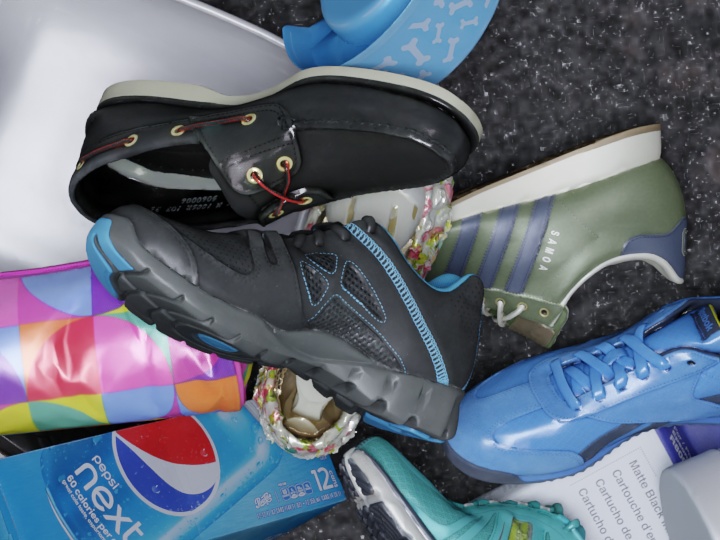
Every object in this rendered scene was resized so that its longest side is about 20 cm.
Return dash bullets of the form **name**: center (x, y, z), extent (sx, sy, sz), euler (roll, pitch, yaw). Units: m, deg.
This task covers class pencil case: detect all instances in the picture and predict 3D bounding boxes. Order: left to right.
- **pencil case**: center (-0.150, 0.035, 1.145), extent (0.199, 0.088, 0.089), euler (-5, 99, -1)

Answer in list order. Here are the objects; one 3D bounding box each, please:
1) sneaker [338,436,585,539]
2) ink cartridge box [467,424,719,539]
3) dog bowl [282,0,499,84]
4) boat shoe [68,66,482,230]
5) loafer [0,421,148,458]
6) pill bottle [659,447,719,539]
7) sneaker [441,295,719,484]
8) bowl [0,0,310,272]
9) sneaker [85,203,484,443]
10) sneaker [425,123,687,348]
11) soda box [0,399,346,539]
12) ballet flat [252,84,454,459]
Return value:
- **sneaker**: center (0.073, 0.146, 1.210), extent (0.200, 0.077, 0.080), euler (39, 78, -7)
- **ink cartridge box**: center (0.156, 0.177, 1.258), extent (0.199, 0.041, 0.200), euler (-30, 97, 5)
- **dog bowl**: center (0.015, -0.160, 1.138), extent (0.049, 0.201, 0.111), euler (31, 124, -31)
- **boat shoe**: center (-0.040, -0.049, 1.098), extent (0.200, 0.063, 0.074), euler (-1, 142, 27)
- **loafer**: center (-0.175, 0.090, 1.241), extent (0.200, 0.073, 0.071), euler (35, 128, -6)
- **pill bottle**: center (0.256, 0.109, 1.193), extent (0.199, 0.114, 0.115), euler (-19, 99, -8)
- **sneaker**: center (0.134, 0.048, 1.197), extent (0.199, 0.079, 0.066), euler (-13, 56, -12)
- **bowl**: center (-0.125, -0.046, 1.208), extent (0.199, 0.075, 0.201), euler (20, 98, -3)
- **sneaker**: center (-0.032, 0.007, 1.082), extent (0.199, 0.073, 0.082), euler (26, 80, -31)
- **sneaker**: center (0.071, 0.000, 1.216), extent (0.199, 0.067, 0.090), euler (-21, 93, 1)
- **soda box**: center (-0.105, 0.112, 1.169), extent (0.068, 0.199, 0.064), euler (-32, 75, 43)
- **ballet flat**: center (0.000, 0.000, 1.155), extent (0.075, 0.064, 0.201), euler (14, 101, 0)
